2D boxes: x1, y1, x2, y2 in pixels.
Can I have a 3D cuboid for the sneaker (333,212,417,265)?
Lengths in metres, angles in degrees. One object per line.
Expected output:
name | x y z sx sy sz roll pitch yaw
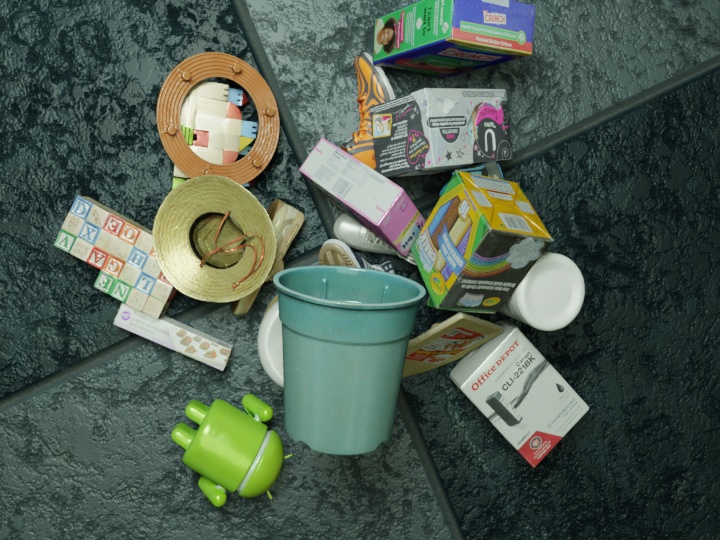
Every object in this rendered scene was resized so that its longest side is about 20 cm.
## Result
sneaker | 0.053 -0.057 1.045 0.194 0.116 0.076 10 95 -5

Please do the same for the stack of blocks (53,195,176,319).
stack of blocks | -0.388 -0.021 1.029 0.196 0.059 0.117 29 91 -7

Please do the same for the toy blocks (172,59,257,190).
toy blocks | -0.230 -0.221 1.025 0.133 0.100 0.207 5 94 -18

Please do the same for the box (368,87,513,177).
box | 0.130 -0.214 0.992 0.196 0.130 0.119 -14 98 -40

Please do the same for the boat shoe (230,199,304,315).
boat shoe | -0.154 -0.013 1.049 0.063 0.071 0.204 24 96 -29

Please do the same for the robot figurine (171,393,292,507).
robot figurine | -0.212 0.293 1.040 0.197 0.116 0.179 31 79 -7

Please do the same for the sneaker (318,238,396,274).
sneaker | 0.000 0.000 1.025 0.068 0.110 0.202 -3 135 29

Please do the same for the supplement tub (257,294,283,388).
supplement tub | -0.088 0.100 0.998 0.140 0.200 0.151 0 94 -5

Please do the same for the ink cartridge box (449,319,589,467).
ink cartridge box | 0.274 0.211 1.101 0.144 0.084 0.200 -44 96 -1

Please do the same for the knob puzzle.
knob puzzle | 0.121 0.124 1.048 0.214 0.221 0.031 -20 65 -5

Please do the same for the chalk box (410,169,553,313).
chalk box | 0.162 -0.023 0.933 0.122 0.126 0.202 6 134 -28

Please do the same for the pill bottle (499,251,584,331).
pill bottle | 0.266 0.022 1.026 0.111 0.200 0.118 -1 97 -10

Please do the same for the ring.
ring | -0.215 -0.233 0.978 0.195 0.019 0.207 -4 99 -30

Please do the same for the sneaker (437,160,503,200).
sneaker | 0.154 -0.112 1.017 0.079 0.201 0.075 -6 65 -16

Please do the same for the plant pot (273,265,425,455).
plant pot | -0.022 0.113 0.817 0.194 0.200 0.203 4 101 -6

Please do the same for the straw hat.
straw hat | -0.223 -0.047 1.007 0.194 0.085 0.208 0 93 4

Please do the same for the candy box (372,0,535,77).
candy box | 0.139 -0.358 0.965 0.165 0.198 0.080 -3 95 -33

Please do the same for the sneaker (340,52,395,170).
sneaker | 0.009 -0.249 1.046 0.109 0.078 0.205 -24 96 -5

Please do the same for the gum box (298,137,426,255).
gum box | 0.001 -0.119 0.990 0.199 0.113 0.067 38 88 33

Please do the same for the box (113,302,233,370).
box | -0.310 0.109 1.056 0.195 0.041 0.040 25 91 -8
